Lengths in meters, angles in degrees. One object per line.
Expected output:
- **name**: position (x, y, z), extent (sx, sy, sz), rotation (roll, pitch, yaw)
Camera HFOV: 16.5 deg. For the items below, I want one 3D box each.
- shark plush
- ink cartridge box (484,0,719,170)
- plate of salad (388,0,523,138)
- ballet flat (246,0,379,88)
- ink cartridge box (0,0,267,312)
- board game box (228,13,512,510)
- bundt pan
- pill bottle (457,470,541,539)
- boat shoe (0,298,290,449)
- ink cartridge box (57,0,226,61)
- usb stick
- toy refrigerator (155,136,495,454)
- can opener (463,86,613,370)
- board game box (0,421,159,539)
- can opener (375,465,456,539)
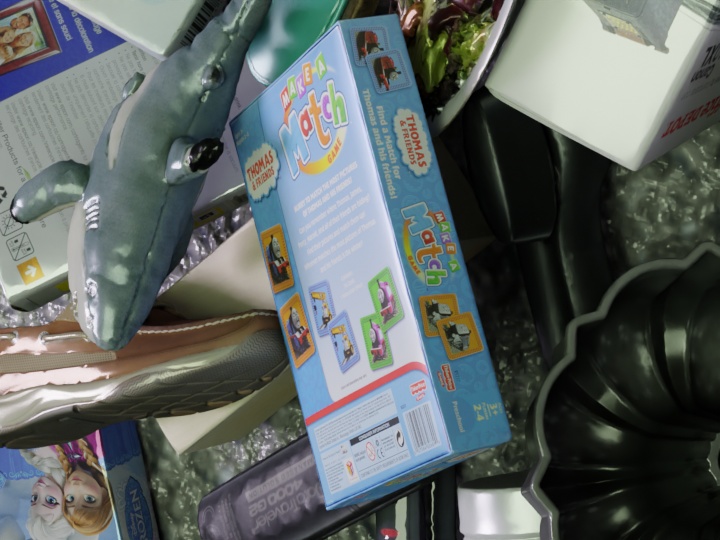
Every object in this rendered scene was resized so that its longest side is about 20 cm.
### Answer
- **shark plush**: position (-0.080, -0.057, 1.202), extent (0.091, 0.083, 0.200), rotation (38, 94, -26)
- **ink cartridge box**: position (0.153, -0.157, 1.115), extent (0.084, 0.145, 0.200), rotation (32, 114, 15)
- **plate of salad**: position (0.042, -0.159, 1.154), extent (0.048, 0.200, 0.200), rotation (14, 112, -16)
- **ballet flat**: position (-0.004, -0.184, 1.229), extent (0.068, 0.072, 0.200), rotation (22, 110, 33)
- **ink cartridge box**: position (-0.130, -0.110, 1.295), extent (0.200, 0.047, 0.198), rotation (-25, 79, 3)
- **board game box**: position (0.000, 0.000, 1.159), extent (0.151, 0.037, 0.200), rotation (-33, 70, 63)
- **bundt pan**: position (0.164, 0.091, 1.160), extent (0.201, 0.076, 0.202), rotation (2, 81, -13)
- **pill bottle**: position (0.100, 0.202, 1.236), extent (0.112, 0.112, 0.201), rotation (-6, 90, 27)
- **boat shoe**: position (-0.126, 0.040, 1.268), extent (0.200, 0.076, 0.072), rotation (-13, 74, 26)
- **ink cartridge box**: position (-0.135, -0.218, 1.261), extent (0.200, 0.047, 0.160), rotation (30, 90, 11)
- **usb stick**: position (-0.024, 0.113, 1.289), extent (0.200, 0.033, 0.056), rotation (-34, 70, 49)
- **toy refrigerator**: position (-0.029, 0.009, 1.288), extent (0.200, 0.070, 0.076), rotation (-39, 75, 27)
- **can opener**: position (0.097, -0.005, 1.219), extent (0.063, 0.078, 0.200), rotation (23, 132, 63)
- **board game box**: position (-0.204, 0.179, 1.425), extent (0.200, 0.043, 0.200), rotation (-8, 99, 28)
- **can opener**: position (0.027, 0.134, 1.289), extent (0.078, 0.063, 0.201), rotation (5, 104, 26)
